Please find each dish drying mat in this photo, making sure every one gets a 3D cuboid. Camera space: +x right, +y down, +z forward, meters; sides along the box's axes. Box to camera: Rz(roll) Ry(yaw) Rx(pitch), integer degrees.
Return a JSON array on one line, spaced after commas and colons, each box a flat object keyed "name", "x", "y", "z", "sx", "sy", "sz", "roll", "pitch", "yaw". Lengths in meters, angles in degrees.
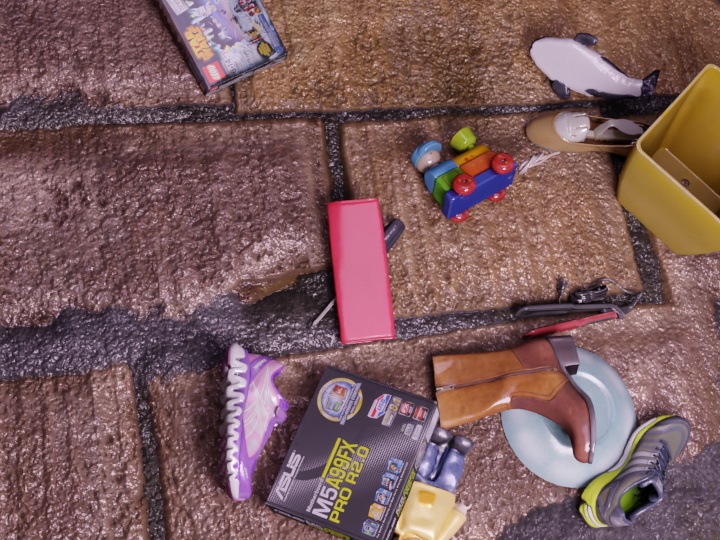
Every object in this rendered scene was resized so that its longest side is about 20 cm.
[{"name": "dish drying mat", "x": 0.000, "y": 0.000, "z": 1.435, "sx": 0.076, "sy": 0.018, "sz": 0.201, "roll": -5, "pitch": 78, "yaw": -6}]

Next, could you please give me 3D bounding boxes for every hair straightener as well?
[{"name": "hair straightener", "x": 0.312, "y": 0.043, "z": 1.488, "sx": 0.199, "sy": 0.041, "sz": 0.077, "roll": -11, "pitch": 73, "yaw": -15}]

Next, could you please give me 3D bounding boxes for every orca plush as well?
[{"name": "orca plush", "x": 0.364, "y": -0.320, "z": 1.616, "sx": 0.199, "sy": 0.106, "sz": 0.071, "roll": 10, "pitch": 26, "yaw": 17}]

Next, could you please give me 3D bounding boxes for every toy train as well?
[{"name": "toy train", "x": 0.180, "y": -0.166, "z": 1.525, "sx": 0.199, "sy": 0.085, "sz": 0.116, "roll": -29, "pitch": 65, "yaw": -20}]

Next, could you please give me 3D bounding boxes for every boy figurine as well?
[{"name": "boy figurine", "x": 0.078, "y": 0.303, "z": 1.335, "sx": 0.124, "sy": 0.064, "sz": 0.201, "roll": 25, "pitch": 64, "yaw": -4}]

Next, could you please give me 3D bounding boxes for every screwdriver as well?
[{"name": "screwdriver", "x": -0.001, "y": 0.006, "z": 1.454, "sx": 0.029, "sy": 0.028, "sz": 0.200, "roll": 44, "pitch": 72, "yaw": -25}]

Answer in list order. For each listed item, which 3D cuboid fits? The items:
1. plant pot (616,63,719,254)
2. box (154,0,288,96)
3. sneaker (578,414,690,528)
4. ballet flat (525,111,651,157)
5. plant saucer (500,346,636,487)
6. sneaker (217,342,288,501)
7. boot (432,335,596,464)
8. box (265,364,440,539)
[{"name": "plant pot", "x": 0.491, "y": -0.138, "z": 1.519, "sx": 0.200, "sy": 0.176, "sz": 0.200, "roll": 43, "pitch": 68, "yaw": 5}, {"name": "box", "x": -0.212, "y": -0.373, "z": 1.516, "sx": 0.137, "sy": 0.040, "sz": 0.201, "roll": -29, "pitch": 91, "yaw": -19}, {"name": "sneaker", "x": 0.385, "y": 0.274, "z": 1.388, "sx": 0.200, "sy": 0.081, "sz": 0.074, "roll": -45, "pitch": 108, "yaw": -19}, {"name": "ballet flat", "x": 0.353, "y": -0.216, "z": 1.581, "sx": 0.199, "sy": 0.063, "sz": 0.069, "roll": 4, "pitch": 69, "yaw": -10}, {"name": "plant saucer", "x": 0.293, "y": 0.195, "z": 1.430, "sx": 0.200, "sy": 0.039, "sz": 0.202, "roll": 3, "pitch": 70, "yaw": -9}, {"name": "sneaker", "x": -0.135, "y": 0.193, "z": 1.328, "sx": 0.088, "sy": 0.080, "sz": 0.201, "roll": 7, "pitch": 68, "yaw": -17}, {"name": "boot", "x": 0.201, "y": 0.180, "z": 1.371, "sx": 0.199, "sy": 0.069, "sz": 0.189, "roll": -11, "pitch": 65, "yaw": 0}, {"name": "box", "x": -0.007, "y": 0.238, "z": 1.323, "sx": 0.160, "sy": 0.044, "sz": 0.201, "roll": 17, "pitch": 66, "yaw": 18}]
